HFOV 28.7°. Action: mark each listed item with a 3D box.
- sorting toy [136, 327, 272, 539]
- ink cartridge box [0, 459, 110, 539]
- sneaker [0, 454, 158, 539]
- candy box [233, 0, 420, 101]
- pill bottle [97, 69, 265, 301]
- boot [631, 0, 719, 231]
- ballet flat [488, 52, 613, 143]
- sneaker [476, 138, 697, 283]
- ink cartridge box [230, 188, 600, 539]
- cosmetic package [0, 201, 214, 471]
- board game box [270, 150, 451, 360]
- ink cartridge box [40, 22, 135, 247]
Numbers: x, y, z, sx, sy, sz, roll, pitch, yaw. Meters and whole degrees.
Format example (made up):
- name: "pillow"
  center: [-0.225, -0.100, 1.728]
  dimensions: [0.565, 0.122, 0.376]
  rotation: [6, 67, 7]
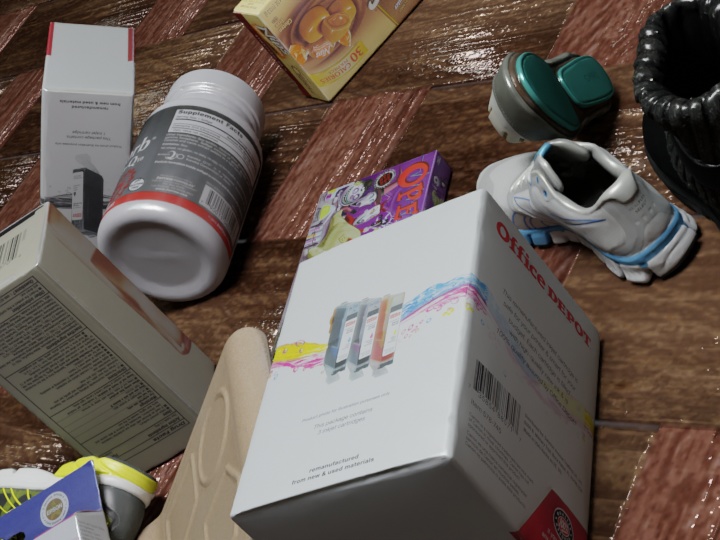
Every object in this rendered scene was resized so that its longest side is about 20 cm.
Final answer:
- name: "sorting toy"
  center: [-0.093, 0.164, 0.916]
  dimensions: [0.200, 0.036, 0.185]
  rotation: [-62, 23, 26]
- name: "ink cartridge box"
  center: [-0.250, 0.254, 0.966]
  dimensions: [0.196, 0.043, 0.200]
  rotation: [-33, 54, 16]
- name: "sneaker"
  center: [-0.242, 0.195, 1.056]
  dimensions: [0.200, 0.074, 0.085]
  rotation: [-21, 42, 35]
- name: "candy box"
  center: [-0.011, -0.272, 1.331]
  dimensions: [0.200, 0.115, 0.055]
  rotation: [-50, 33, -12]
- name: "pill bottle"
  center: [-0.152, -0.080, 1.252]
  dimensions: [0.116, 0.116, 0.200]
  rotation: [-20, 37, 31]
- name: "boot"
  center: [0.205, -0.101, 0.849]
  dimensions: [0.079, 0.158, 0.211]
  rotation: [-37, 32, 7]
- name: "ballet flat"
  center: [0.124, -0.113, 0.978]
  dimensions: [0.064, 0.067, 0.200]
  rotation: [-31, -4, 26]
- name: "sneaker"
  center: [0.136, -0.060, 0.945]
  dimensions: [0.075, 0.087, 0.200]
  rotation: [-51, 31, -11]
- name: "ink cartridge box"
  center: [0.041, 0.085, 0.815]
  dimensions: [0.145, 0.145, 0.200]
  rotation: [-20, 37, 31]
- name: "cosmetic package"
  center: [-0.209, 0.058, 1.067]
  dimensions: [0.103, 0.200, 0.087]
  rotation: [-30, 32, 16]
- name: "board game box"
  center: [0.000, 0.000, 1.076]
  dimensions: [0.120, 0.032, 0.200]
  rotation: [-15, 40, 29]
- name: "ink cartridge box"
  center: [-0.258, -0.112, 1.331]
  dimensions: [0.084, 0.200, 0.144]
  rotation: [3, 34, -11]
